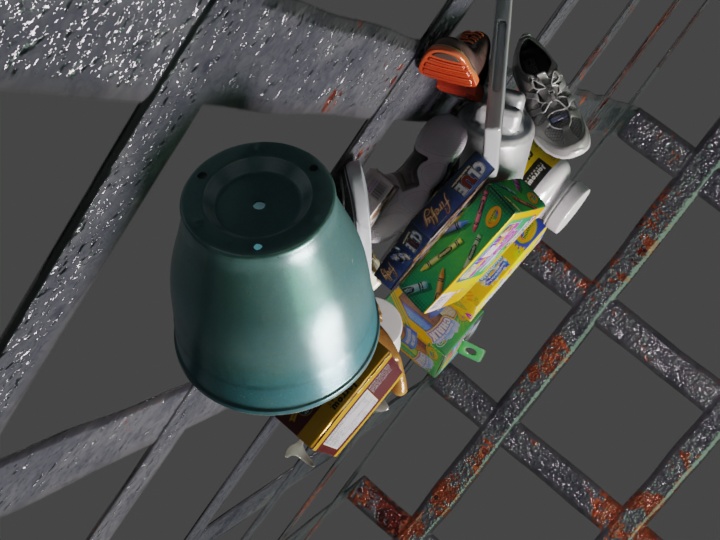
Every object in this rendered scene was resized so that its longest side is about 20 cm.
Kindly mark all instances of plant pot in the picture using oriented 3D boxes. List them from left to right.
[{"bbox_3d":[-0.085,-0.005,1.023,0.200,0.199,0.189,-45,151,-28],"label":"plant pot"}]

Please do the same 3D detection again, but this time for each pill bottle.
[{"bbox_3d":[0.004,0.133,1.888,0.114,0.114,0.200,-44,166,-30],"label":"pill bottle"},{"bbox_3d":[0.249,-0.151,1.749,0.113,0.200,0.113,-48,167,-14],"label":"pill bottle"}]

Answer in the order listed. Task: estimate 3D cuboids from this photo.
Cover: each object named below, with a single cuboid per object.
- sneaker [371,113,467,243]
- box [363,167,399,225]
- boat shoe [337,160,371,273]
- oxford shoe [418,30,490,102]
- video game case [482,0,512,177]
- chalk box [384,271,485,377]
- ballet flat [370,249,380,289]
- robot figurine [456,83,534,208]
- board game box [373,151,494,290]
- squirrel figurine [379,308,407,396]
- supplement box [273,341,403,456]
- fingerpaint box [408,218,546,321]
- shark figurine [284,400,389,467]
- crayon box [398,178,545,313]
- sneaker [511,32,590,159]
[{"bbox_3d":[0.074,-0.112,1.520,0.200,0.075,0.114,-51,168,-1],"label":"sneaker"},{"bbox_3d":[-0.026,-0.040,1.451,0.201,0.041,0.039,-54,167,9],"label":"box"},{"bbox_3d":[-0.023,-0.043,1.374,0.074,0.067,0.200,-97,-175,-45],"label":"boat shoe"},{"bbox_3d":[0.114,-0.251,1.323,0.200,0.071,0.073,9,99,-80],"label":"oxford shoe"},{"bbox_3d":[0.170,-0.231,1.421,0.200,0.023,0.184,64,31,-78],"label":"video game case"},{"bbox_3d":[0.140,0.106,2.100,0.124,0.200,0.125,-46,167,-23],"label":"chalk box"},{"bbox_3d":[0.000,0.000,1.600,0.071,0.071,0.200,-51,168,-1],"label":"ballet flat"},{"bbox_3d":[0.182,-0.165,1.623,0.170,0.112,0.201,-66,169,-47],"label":"robot figurine"},{"bbox_3d":[0.093,-0.061,1.478,0.136,0.035,0.200,-47,176,-22],"label":"board game box"},{"bbox_3d":[-0.051,0.123,1.667,0.186,0.141,0.201,-20,119,-21],"label":"squirrel figurine"},{"bbox_3d":[-0.072,0.095,1.300,0.133,0.197,0.200,-50,168,-5],"label":"supplement box"},{"bbox_3d":[0.187,-0.046,1.913,0.200,0.167,0.073,-46,167,-20],"label":"fingerpaint box"},{"bbox_3d":[-0.067,0.268,2.176,0.214,0.128,0.090,-33,141,-1],"label":"shark figurine"},{"bbox_3d":[0.154,-0.034,1.567,0.200,0.058,0.119,-49,164,25],"label":"crayon box"},{"bbox_3d":[0.259,-0.245,1.601,0.074,0.201,0.082,-26,154,3],"label":"sneaker"}]
